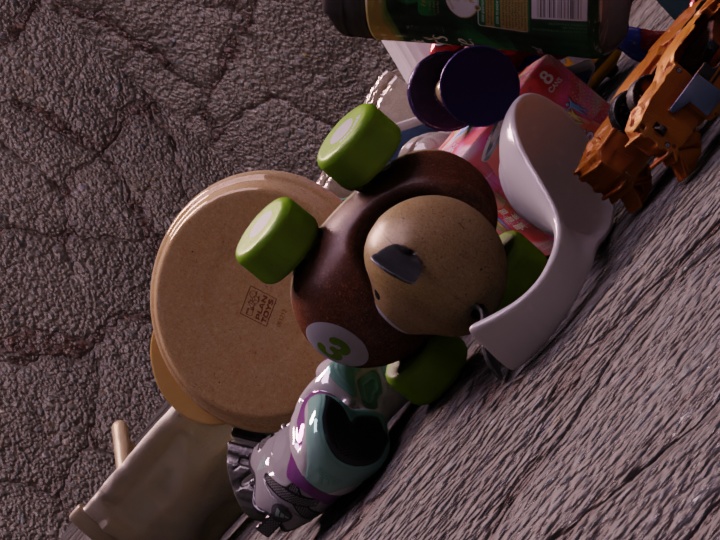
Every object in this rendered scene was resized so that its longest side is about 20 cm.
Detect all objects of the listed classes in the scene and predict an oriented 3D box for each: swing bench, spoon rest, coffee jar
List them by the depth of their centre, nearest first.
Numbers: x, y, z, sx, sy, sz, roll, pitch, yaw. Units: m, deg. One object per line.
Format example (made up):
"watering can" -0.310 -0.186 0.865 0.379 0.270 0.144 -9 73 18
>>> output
"spoon rest" 0.115 -0.030 1.406 0.061 0.099 0.200 -28 31 36
"coffee jar" 0.078 -0.193 1.560 0.104 0.199 0.086 -36 -50 -64
"swing bench" -0.123 0.142 1.975 0.199 0.130 0.200 -47 10 18

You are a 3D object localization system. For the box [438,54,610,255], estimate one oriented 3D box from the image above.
"box" 0.112 -0.072 1.641 0.103 0.095 0.200 -49 5 -10

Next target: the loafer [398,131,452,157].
"loafer" 0.051 -0.019 1.809 0.070 0.070 0.200 -14 -44 -37

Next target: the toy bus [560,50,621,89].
"toy bus" 0.167 -0.171 2.037 0.065 0.078 0.200 -50 5 -9

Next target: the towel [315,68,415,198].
"towel" 0.025 -0.066 1.963 0.200 0.132 0.034 -57 33 12

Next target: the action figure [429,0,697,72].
"action figure" 0.143 -0.163 1.626 0.199 0.052 0.065 -7 -3 20

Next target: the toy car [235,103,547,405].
"toy car" 0.033 0.010 1.455 0.158 0.164 0.200 -49 17 6

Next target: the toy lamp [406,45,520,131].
"toy lamp" 0.064 -0.121 1.549 0.058 0.058 0.200 -49 4 -2

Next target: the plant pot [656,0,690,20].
"plant pot" 0.236 -0.297 1.676 0.200 0.196 0.200 -48 5 6

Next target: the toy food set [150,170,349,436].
"toy food set" -0.065 0.027 1.716 0.049 0.197 0.201 -5 -77 -67

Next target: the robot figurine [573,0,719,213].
"robot figurine" 0.212 -0.131 1.413 0.200 0.058 0.145 -52 5 -21

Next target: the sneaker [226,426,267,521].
"sneaker" -0.037 0.113 1.788 0.090 0.078 0.200 67 -142 -49

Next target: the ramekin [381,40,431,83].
"ramekin" 0.109 -0.201 1.787 0.200 0.098 0.200 -25 6 3

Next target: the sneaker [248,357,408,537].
"sneaker" -0.028 0.109 1.615 0.140 0.078 0.200 -45 6 34

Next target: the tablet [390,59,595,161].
"tablet" 0.091 -0.112 1.900 0.200 0.014 0.130 -19 -22 -14

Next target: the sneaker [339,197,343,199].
"sneaker" 0.000 0.000 1.756 0.081 0.077 0.200 -12 22 -38
